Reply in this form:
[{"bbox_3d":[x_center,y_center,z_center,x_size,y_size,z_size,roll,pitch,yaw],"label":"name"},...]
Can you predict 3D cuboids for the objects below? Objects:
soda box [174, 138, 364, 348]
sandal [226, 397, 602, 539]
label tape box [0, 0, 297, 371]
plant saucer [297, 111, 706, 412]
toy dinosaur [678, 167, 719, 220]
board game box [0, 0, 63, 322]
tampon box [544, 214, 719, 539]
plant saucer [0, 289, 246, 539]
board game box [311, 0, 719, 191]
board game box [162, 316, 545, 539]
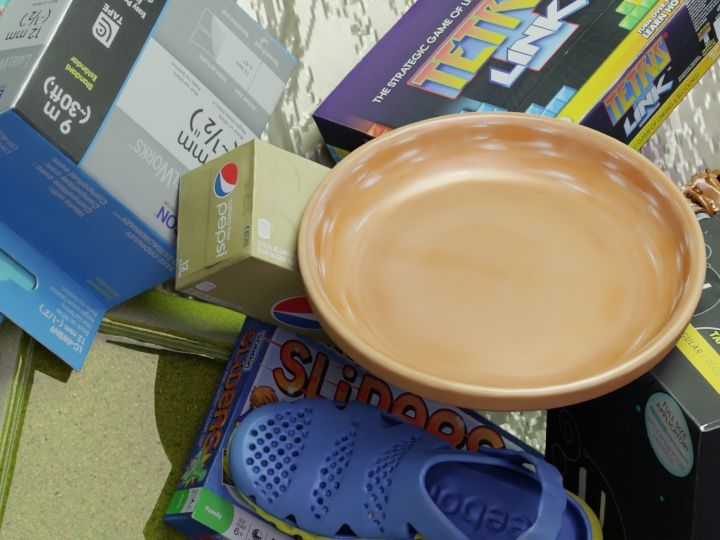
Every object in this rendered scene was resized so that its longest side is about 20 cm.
[{"bbox_3d":[0.000,0.000,1.331,0.200,0.064,0.068,21,59,-37],"label":"soda box"},{"bbox_3d":[0.030,0.108,1.289,0.200,0.087,0.080,13,74,2],"label":"sandal"},{"bbox_3d":[-0.133,-0.068,1.309,0.143,0.066,0.200,42,60,-35],"label":"label tape box"},{"bbox_3d":[0.069,-0.001,1.251,0.200,0.037,0.200,0,45,0],"label":"plant saucer"},{"bbox_3d":[0.189,0.000,1.466,0.136,0.102,0.200,41,91,12],"label":"toy dinosaur"},{"bbox_3d":[-0.188,-0.082,1.335,0.200,0.047,0.151,-48,120,-33],"label":"board game box"},{"bbox_3d":[0.184,0.098,1.321,0.126,0.200,0.150,-17,39,-20],"label":"tampon box"},{"bbox_3d":[-0.128,0.101,1.362,0.200,0.048,0.200,14,74,-14],"label":"plant saucer"},{"bbox_3d":[0.097,-0.117,1.422,0.200,0.165,0.057,-49,136,-21],"label":"board game box"},{"bbox_3d":[0.003,0.119,1.375,0.200,0.034,0.136,32,66,-26],"label":"board game box"}]
